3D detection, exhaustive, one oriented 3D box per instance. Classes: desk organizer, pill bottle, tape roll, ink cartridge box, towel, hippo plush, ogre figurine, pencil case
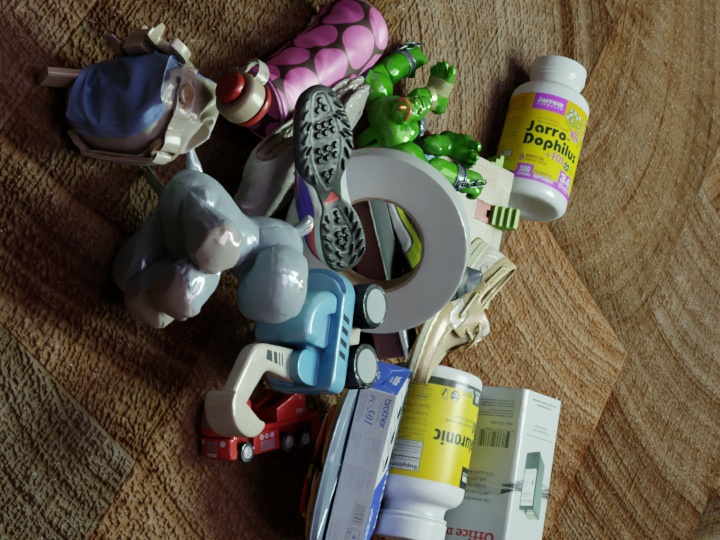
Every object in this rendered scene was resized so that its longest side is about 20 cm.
[{"bbox_3d":[0.000,0.000,1.785,0.072,0.077,0.201,-56,134,-68],"label":"desk organizer"},{"bbox_3d":[0.073,0.214,1.861,0.111,0.111,0.201,23,73,-47],"label":"pill bottle"},{"bbox_3d":[0.017,-0.031,1.712,0.037,0.202,0.203,-60,138,-68],"label":"tape roll"},{"bbox_3d":[0.008,0.210,1.761,0.094,0.044,0.201,-48,153,-71],"label":"ink cartridge box"},{"bbox_3d":[-0.065,-0.121,1.703,0.200,0.034,0.133,-42,164,-40],"label":"towel"},{"bbox_3d":[-0.139,-0.010,1.578,0.161,0.159,0.200,27,30,-36],"label":"hippo plush"},{"bbox_3d":[0.147,0.243,1.922,0.084,0.146,0.201,21,75,-48],"label":"ink cartridge box"},{"bbox_3d":[0.233,-0.171,2.052,0.104,0.104,0.201,33,65,-44],"label":"pill bottle"},{"bbox_3d":[0.063,-0.170,1.857,0.120,0.098,0.201,-13,92,-38],"label":"ogre figurine"},{"bbox_3d":[-0.060,-0.222,1.728,0.200,0.094,0.091,-42,165,-41],"label":"pencil case"}]

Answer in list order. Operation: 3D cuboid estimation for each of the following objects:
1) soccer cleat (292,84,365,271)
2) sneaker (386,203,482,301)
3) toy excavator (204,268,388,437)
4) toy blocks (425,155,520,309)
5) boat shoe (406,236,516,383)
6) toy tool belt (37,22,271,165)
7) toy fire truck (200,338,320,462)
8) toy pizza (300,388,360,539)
[{"bbox_3d":[-0.045,-0.097,1.627,0.068,0.073,0.201,-25,121,-26],"label":"soccer cleat"},{"bbox_3d":[0.079,-0.036,1.822,0.074,0.081,0.200,83,-10,-53],"label":"sneaker"},{"bbox_3d":[-0.075,0.083,1.608,0.200,0.100,0.195,25,68,-52],"label":"toy excavator"},{"bbox_3d":[0.107,-0.067,1.928,0.136,0.100,0.201,22,73,-35],"label":"toy blocks"},{"bbox_3d":[0.118,0.052,1.830,0.200,0.069,0.074,-59,170,-25],"label":"boat shoe"},{"bbox_3d":[-0.195,-0.167,1.484,0.123,0.199,0.125,39,53,-45],"label":"toy tool belt"},{"bbox_3d":[-0.091,0.122,1.716,0.200,0.049,0.142,-7,95,-49],"label":"toy fire truck"},{"bbox_3d":[-0.034,0.206,1.736,0.200,0.032,0.201,15,90,-83],"label":"toy pizza"}]
